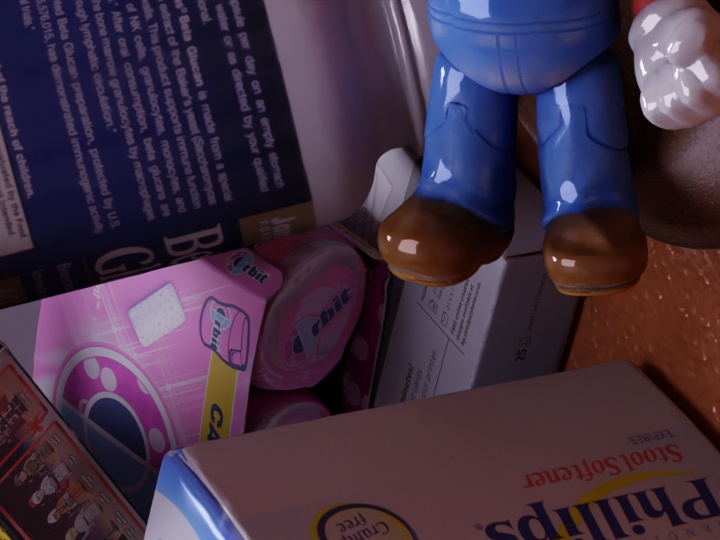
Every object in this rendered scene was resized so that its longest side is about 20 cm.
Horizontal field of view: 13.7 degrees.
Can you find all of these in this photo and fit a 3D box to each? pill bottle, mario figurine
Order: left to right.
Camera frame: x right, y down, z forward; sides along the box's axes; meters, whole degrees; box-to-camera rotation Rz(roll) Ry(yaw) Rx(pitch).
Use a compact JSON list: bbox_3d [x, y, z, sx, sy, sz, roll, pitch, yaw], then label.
[{"bbox_3d":[-0.059,-0.059,0.989,0.111,0.199,0.112,166,90,-88],"label":"pill bottle"},{"bbox_3d":[0.039,-0.090,0.875,0.106,0.123,0.201,-141,45,-65],"label":"mario figurine"}]

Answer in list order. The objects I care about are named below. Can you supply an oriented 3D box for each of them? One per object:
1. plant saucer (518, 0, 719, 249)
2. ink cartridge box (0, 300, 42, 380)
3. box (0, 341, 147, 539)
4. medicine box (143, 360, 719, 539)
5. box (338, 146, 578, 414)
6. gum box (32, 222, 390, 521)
[{"bbox_3d":[0.086,-0.104,0.939,0.200,0.037,0.201,20,113,56],"label":"plant saucer"},{"bbox_3d":[-0.192,-0.024,1.176,0.200,0.087,0.146,25,109,60],"label":"ink cartridge box"},{"bbox_3d":[-0.128,0.064,1.006,0.137,0.040,0.200,31,162,38],"label":"box"},{"bbox_3d":[0.019,0.147,0.969,0.103,0.181,0.201,49,137,41],"label":"medicine box"},{"bbox_3d":[0.000,0.000,1.103,0.200,0.041,0.156,51,138,42],"label":"box"},{"bbox_3d":[-0.060,0.054,1.092,0.113,0.066,0.201,32,126,36],"label":"gum box"}]
